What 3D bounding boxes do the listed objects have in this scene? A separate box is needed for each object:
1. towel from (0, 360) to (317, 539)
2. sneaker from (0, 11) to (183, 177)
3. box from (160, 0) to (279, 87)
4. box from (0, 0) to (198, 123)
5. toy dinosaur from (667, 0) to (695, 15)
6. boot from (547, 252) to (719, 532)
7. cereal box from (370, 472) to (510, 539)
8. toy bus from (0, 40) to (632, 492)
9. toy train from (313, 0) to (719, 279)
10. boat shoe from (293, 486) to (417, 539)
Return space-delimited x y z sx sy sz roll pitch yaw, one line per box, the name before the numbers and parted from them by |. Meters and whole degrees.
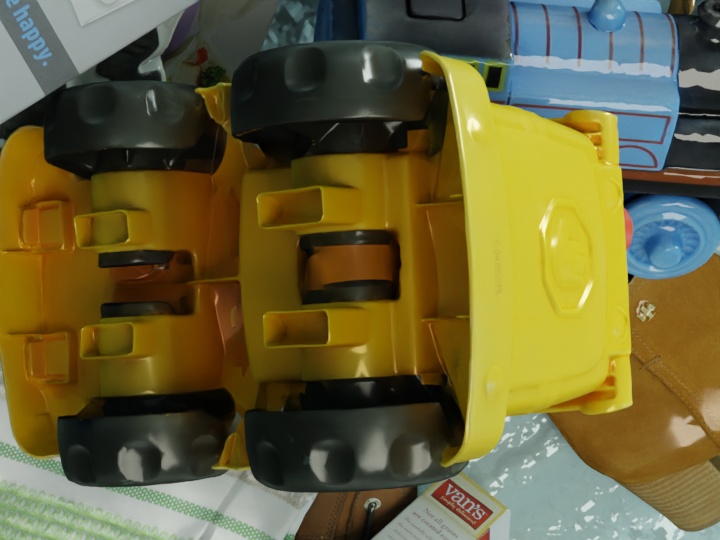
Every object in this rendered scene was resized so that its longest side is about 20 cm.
towel | -0.091 0.088 0.832 0.149 0.031 0.200 20 108 -22
sneaker | -0.090 -0.127 0.772 0.081 0.083 0.200 22 107 -38
box | -0.057 -0.099 0.824 0.039 0.041 0.200 14 108 -27
box | -0.094 -0.145 0.678 0.200 0.041 0.156 -33 130 -8
toy dinosaur | 0.164 -0.132 0.892 0.200 0.060 0.106 47 62 -28
boot | 0.173 0.019 0.949 0.201 0.071 0.144 -39 125 7
cereal box | -0.016 0.189 0.911 0.200 0.040 0.144 -39 150 -25
toy bus | 0.000 0.000 0.746 0.192 0.200 0.136 -2 88 -54
toy train | 0.069 -0.060 0.835 0.199 0.087 0.114 4 137 -6
boat shoe | -0.012 0.081 0.918 0.068 0.072 0.200 4 123 -27
